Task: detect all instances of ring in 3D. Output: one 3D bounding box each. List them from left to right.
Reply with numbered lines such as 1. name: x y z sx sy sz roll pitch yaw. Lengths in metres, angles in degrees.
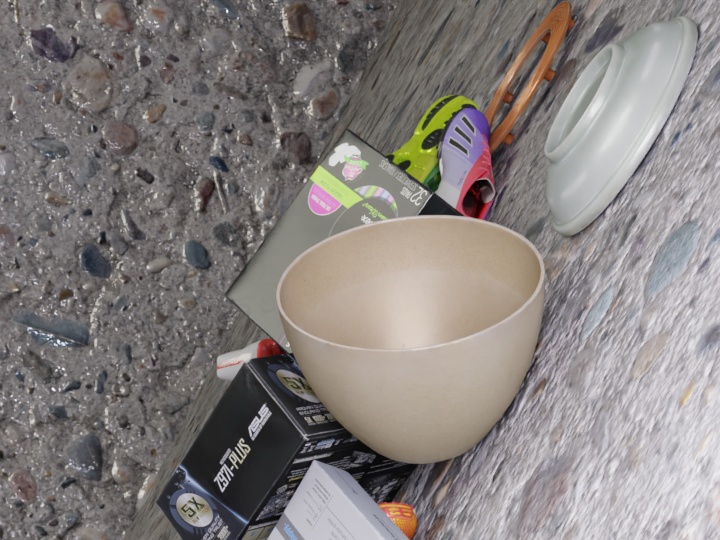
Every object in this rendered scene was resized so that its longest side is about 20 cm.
1. ring: 0.180 -0.203 1.909 0.201 0.019 0.201 -59 9 15

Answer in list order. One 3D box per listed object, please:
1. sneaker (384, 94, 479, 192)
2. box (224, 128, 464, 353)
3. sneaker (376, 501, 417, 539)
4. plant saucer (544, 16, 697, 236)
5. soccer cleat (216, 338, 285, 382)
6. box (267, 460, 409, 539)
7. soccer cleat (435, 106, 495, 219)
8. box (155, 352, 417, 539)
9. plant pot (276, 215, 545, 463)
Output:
1. sneaker: 0.066 -0.102 1.888 0.200 0.074 0.084 -44 -42 -19
2. box: 0.000 0.000 1.650 0.201 0.124 0.148 -53 46 3
3. sneaker: -0.010 0.247 1.386 0.200 0.072 0.078 -53 38 43
4. plant saucer: 0.196 -0.126 1.406 0.201 0.050 0.200 -58 8 13
5. soccer cleat: -0.079 0.121 1.859 0.200 0.085 0.069 35 -129 -58
6. box: -0.038 0.265 1.295 0.201 0.041 0.156 -60 36 9
7. soccer cleat: 0.114 -0.096 1.800 0.073 0.068 0.201 -18 37 36
8. box: -0.041 0.149 1.430 0.199 0.086 0.164 -6 -43 -50
9. plant pot: 0.044 0.064 1.310 0.201 0.198 0.135 -74 -21 -60
